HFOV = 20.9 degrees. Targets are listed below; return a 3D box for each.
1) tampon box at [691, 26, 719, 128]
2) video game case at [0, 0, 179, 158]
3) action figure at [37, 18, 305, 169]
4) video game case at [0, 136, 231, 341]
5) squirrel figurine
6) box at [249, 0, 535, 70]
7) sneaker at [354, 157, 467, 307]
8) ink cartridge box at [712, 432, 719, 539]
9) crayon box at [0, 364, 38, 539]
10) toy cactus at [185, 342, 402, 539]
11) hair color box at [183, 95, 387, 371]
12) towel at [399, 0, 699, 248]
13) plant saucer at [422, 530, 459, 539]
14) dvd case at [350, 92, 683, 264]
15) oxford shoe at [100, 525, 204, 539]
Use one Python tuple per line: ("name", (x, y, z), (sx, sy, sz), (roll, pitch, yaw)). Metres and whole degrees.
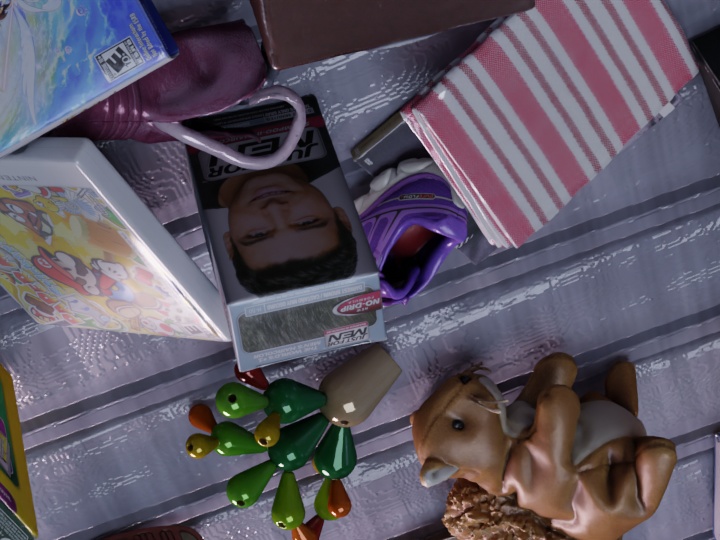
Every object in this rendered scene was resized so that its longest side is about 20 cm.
("tampon box", (0.362, -0.119, 1.383), (0.199, 0.127, 0.150), (-25, 131, 6))
("video game case", (-0.235, -0.171, 1.157), (0.180, 0.045, 0.201), (-28, 98, 9))
("action figure", (-0.156, -0.102, 1.242), (0.199, 0.149, 0.134), (-9, 138, -28))
("video game case", (-0.199, -0.020, 1.291), (0.181, 0.023, 0.200), (4, 147, 34))
("squirrel figurine", (0.126, 0.163, 1.544), (0.185, 0.142, 0.201), (6, 123, -12))
("box", (-0.003, -0.257, 1.137), (0.165, 0.165, 0.201), (-13, 131, -6))
("sneaker", (0.000, 0.000, 1.398), (0.080, 0.084, 0.200), (27, 128, -30))
("ink cartridge box", (0.410, 0.186, 1.683), (0.198, 0.077, 0.137), (-12, 132, -5))
("crayon box", (-0.303, 0.080, 1.322), (0.058, 0.173, 0.200), (-29, 130, 5))
("toy cactus", (-0.041, 0.120, 1.504), (0.165, 0.102, 0.200), (-42, 128, -5))
("hair color box", (-0.053, -0.029, 1.287), (0.098, 0.201, 0.061), (-12, 131, -6))
("towel", (0.132, -0.126, 1.335), (0.200, 0.030, 0.147), (-43, 127, -7))
("plant saucer", (0.089, 0.289, 1.704), (0.199, 0.032, 0.201), (-8, 130, -10))
("dvd case", (0.114, -0.103, 1.397), (0.200, 0.016, 0.149), (-39, 128, 16))
("oxford shoe", (-0.210, 0.268, 1.592), (0.199, 0.071, 0.075), (-25, 158, 3))
